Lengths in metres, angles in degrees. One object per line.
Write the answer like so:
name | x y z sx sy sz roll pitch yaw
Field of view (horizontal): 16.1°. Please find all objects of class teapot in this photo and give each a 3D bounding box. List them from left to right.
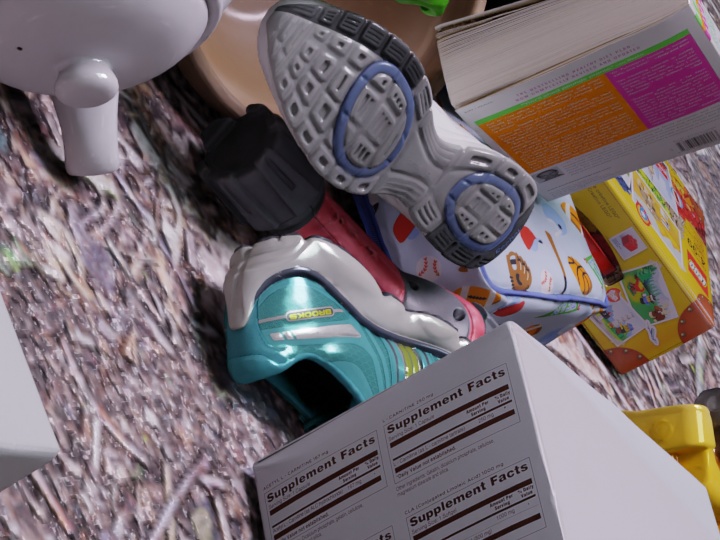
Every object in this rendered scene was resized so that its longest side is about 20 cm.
teapot | -0.119 -0.138 1.035 0.199 0.197 0.147 17 58 -47

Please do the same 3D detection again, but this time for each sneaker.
sneaker | -0.002 0.057 1.235 0.200 0.077 0.080 34 53 -42
sneaker | 0.005 -0.072 1.264 0.087 0.075 0.200 42 -2 45

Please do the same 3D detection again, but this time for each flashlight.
flashlight | 0.000 0.000 1.290 0.200 0.067 0.068 47 32 -34

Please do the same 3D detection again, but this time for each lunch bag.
lunch bag | 0.063 -0.036 1.467 0.200 0.075 0.161 11 53 -63

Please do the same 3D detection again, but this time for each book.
book | 0.134 -0.096 1.369 0.200 0.133 0.048 39 36 -66

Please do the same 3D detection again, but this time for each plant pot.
plant pot | -0.035 -0.170 1.328 0.201 0.201 0.093 47 -15 -33

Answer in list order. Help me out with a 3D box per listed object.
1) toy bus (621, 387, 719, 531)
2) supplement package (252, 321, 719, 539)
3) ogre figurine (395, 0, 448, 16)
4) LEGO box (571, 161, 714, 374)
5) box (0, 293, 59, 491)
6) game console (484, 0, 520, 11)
toy bus | 0.188 0.176 1.444 0.200 0.135 0.193 22 59 -56
supplement package | 0.074 0.171 1.124 0.191 0.147 0.201 39 29 -44
ogre figurine | -0.032 -0.209 1.203 0.098 0.119 0.201 -166 -118 -69
LEGO box | 0.149 -0.057 1.691 0.200 0.077 0.149 51 22 -25
box | -0.199 0.030 0.705 0.200 0.124 0.098 17 47 -62
game console | 0.057 -0.197 1.447 0.200 0.116 0.176 56 16 28
